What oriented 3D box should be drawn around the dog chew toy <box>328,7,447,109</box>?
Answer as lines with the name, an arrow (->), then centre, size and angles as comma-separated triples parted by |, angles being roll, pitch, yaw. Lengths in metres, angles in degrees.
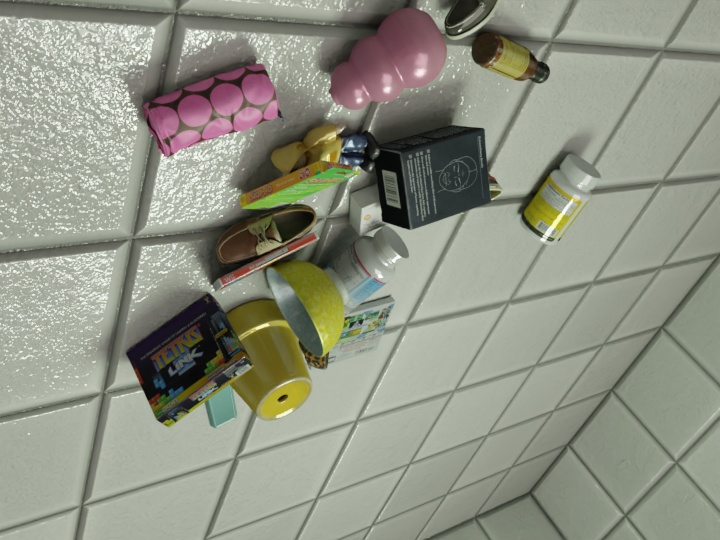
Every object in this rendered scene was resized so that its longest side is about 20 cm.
dog chew toy -> 0.038, -0.331, 1.240 | 0.199, 0.125, 0.125 | -31, 147, 4

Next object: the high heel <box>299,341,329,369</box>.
high heel -> -0.051, 0.116, 1.671 | 0.199, 0.143, 0.071 | -39, 147, 3

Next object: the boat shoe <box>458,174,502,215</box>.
boat shoe -> 0.215, -0.153, 1.670 | 0.198, 0.063, 0.072 | -25, 147, -16

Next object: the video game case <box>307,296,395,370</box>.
video game case -> -0.022, 0.152, 1.856 | 0.198, 0.022, 0.183 | -13, 140, -32

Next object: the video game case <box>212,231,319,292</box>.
video game case -> -0.179, -0.015, 1.433 | 0.199, 0.018, 0.143 | -28, -178, -16

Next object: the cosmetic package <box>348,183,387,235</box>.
cosmetic package -> 0.074, -0.145, 1.556 | 0.198, 0.051, 0.083 | -24, 144, -21

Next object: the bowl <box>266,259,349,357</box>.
bowl -> -0.086, 0.055, 1.493 | 0.107, 0.200, 0.201 | -30, 147, -19

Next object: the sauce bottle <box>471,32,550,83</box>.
sauce bottle -> 0.288, -0.393, 1.447 | 0.199, 0.066, 0.066 | 4, 129, -48

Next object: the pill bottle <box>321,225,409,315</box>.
pill bottle -> 0.000, 0.000, 1.578 | 0.199, 0.110, 0.108 | -38, 149, 23

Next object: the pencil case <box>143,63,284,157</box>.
pencil case -> -0.218, -0.233, 1.143 | 0.198, 0.091, 0.094 | -22, 158, -19

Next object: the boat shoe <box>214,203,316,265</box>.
boat shoe -> -0.167, -0.069, 1.375 | 0.199, 0.076, 0.072 | -29, -172, -15

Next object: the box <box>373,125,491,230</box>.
box -> 0.137, -0.182, 1.469 | 0.198, 0.107, 0.150 | -19, 112, -26

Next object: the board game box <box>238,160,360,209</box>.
board game box -> -0.103, -0.145, 1.306 | 0.198, 0.030, 0.095 | -16, 174, 31

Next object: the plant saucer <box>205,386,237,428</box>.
plant saucer -> -0.319, 0.296, 1.753 | 0.069, 0.019, 0.201 | -24, 145, -21

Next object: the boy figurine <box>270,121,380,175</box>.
boy figurine -> -0.062, -0.206, 1.343 | 0.198, 0.065, 0.125 | -11, 142, -38

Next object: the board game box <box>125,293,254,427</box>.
board game box -> -0.323, 0.168, 1.454 | 0.199, 0.166, 0.057 | -36, 150, -3

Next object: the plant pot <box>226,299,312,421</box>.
plant pot -> -0.198, 0.197, 1.590 | 0.199, 0.189, 0.202 | -24, 145, -18

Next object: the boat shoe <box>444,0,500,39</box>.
boat shoe -> 0.207, -0.472, 1.271 | 0.201, 0.072, 0.061 | -46, 143, 0

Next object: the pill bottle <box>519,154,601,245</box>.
pill bottle -> 0.483, -0.171, 1.857 | 0.113, 0.115, 0.201 | 0, 132, -43
